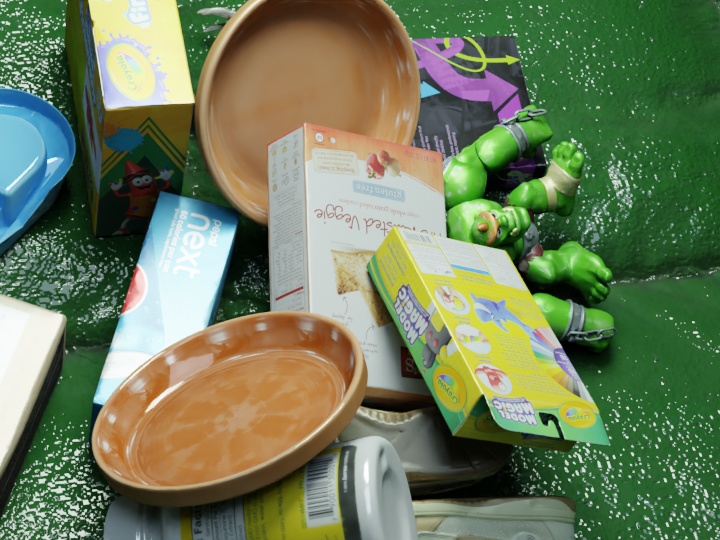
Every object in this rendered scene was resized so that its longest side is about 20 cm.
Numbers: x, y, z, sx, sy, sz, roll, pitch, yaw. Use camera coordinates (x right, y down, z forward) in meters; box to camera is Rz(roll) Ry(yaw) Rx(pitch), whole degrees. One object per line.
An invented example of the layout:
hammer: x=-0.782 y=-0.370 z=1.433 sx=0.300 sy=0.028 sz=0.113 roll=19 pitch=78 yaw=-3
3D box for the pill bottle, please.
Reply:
pill bottle: x=-0.068 y=0.186 z=1.496 sx=0.199 sy=0.114 sz=0.115 roll=-11 pitch=55 yaw=14

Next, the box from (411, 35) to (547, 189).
box: x=0.045 y=-0.130 z=1.813 sx=0.199 sy=0.036 sz=0.144 roll=-5 pitch=57 yaw=-11

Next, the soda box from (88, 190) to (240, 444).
soda box: x=-0.148 y=0.042 z=1.645 sx=0.067 sy=0.064 sz=0.201 roll=14 pitch=54 yaw=-1

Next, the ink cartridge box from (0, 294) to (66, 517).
ink cartridge box: x=-0.333 y=0.084 z=1.576 sx=0.199 sy=0.075 sz=0.165 roll=17 pitch=54 yaw=0

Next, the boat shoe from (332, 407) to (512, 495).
boat shoe: x=0.011 y=0.138 z=1.595 sx=0.199 sy=0.066 sz=0.074 roll=1 pitch=69 yaw=1

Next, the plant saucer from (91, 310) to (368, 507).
plant saucer: x=-0.089 y=0.098 z=1.505 sx=0.199 sy=0.032 sz=0.201 roll=-16 pitch=30 yaw=9

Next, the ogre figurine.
ogre figurine: x=0.125 y=-0.026 z=1.723 sx=0.119 sy=0.098 sz=0.201 roll=-12 pitch=96 yaw=-24

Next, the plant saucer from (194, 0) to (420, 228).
plant saucer: x=-0.044 y=-0.130 z=1.686 sx=0.199 sy=0.201 sz=0.037 roll=-25 pitch=26 yaw=-24

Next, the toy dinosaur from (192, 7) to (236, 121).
toy dinosaur: x=-0.072 y=-0.190 z=1.801 sx=0.181 sy=0.105 sz=0.200 roll=-45 pitch=99 yaw=-25

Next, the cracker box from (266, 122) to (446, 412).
cracker box: x=0.000 y=0.000 z=1.643 sx=0.133 sy=0.058 sz=0.201 roll=9 pitch=70 yaw=-35

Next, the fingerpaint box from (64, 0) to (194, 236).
fingerpaint box: x=-0.184 y=-0.157 z=1.710 sx=0.073 sy=0.167 sz=0.201 roll=-5 pitch=57 yaw=-13

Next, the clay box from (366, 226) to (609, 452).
clay box: x=0.092 y=0.059 z=1.567 sx=0.114 sy=0.048 sz=0.201 roll=12 pitch=38 yaw=-36

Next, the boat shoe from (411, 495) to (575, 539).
boat shoe: x=0.061 y=0.202 z=1.570 sx=0.199 sy=0.074 sz=0.067 roll=-3 pitch=78 yaw=-4

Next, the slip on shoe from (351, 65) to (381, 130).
slip on shoe: x=-0.022 y=-0.200 z=1.750 sx=0.074 sy=0.061 sz=0.201 roll=-34 pitch=106 yaw=-24

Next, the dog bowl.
dog bowl: x=-0.308 y=-0.057 z=1.691 sx=0.111 sy=0.050 sz=0.200 roll=34 pitch=56 yaw=12
